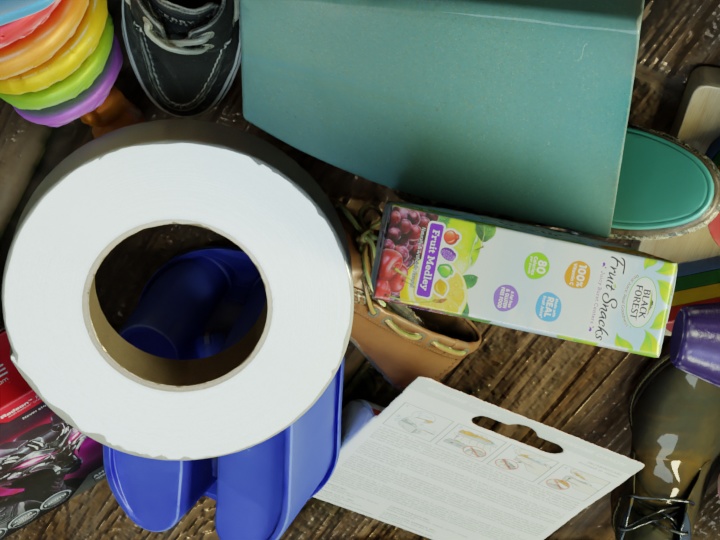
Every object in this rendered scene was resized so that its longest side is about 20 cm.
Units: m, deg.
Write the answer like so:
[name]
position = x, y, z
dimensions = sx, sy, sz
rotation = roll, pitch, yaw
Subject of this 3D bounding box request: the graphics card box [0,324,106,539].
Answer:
[graphics card box]
position = -0.225, 0.106, 1.271
dimensions = 0.125, 0.051, 0.200
rotation = -31, 160, -9

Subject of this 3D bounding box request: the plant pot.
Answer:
[plant pot]
position = 0.043, -0.126, 1.035
dimensions = 0.200, 0.141, 0.142
rotation = 8, 135, 6

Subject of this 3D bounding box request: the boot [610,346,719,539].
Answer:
[boot]
position = 0.205, 0.140, 1.305
dimensions = 0.075, 0.097, 0.200
rotation = 6, 135, 1

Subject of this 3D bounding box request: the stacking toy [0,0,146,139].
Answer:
[stacking toy]
position = -0.171, -0.124, 1.103
dimensions = 0.110, 0.116, 0.200
rotation = -16, 145, 15

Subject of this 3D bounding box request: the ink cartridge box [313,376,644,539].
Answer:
[ink cartridge box]
position = 0.072, 0.119, 1.308
dimensions = 0.162, 0.057, 0.200
rotation = 22, 143, -13

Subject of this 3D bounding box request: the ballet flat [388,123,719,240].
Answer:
[ballet flat]
position = 0.111, -0.052, 1.148
dimensions = 0.200, 0.068, 0.075
rotation = 7, 169, 17

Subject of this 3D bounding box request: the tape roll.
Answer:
[tape roll]
position = -0.104, 0.013, 1.142
dimensions = 0.202, 0.037, 0.203
rotation = -1, 114, -2

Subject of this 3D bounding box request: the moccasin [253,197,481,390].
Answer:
[moccasin]
position = 0.000, 0.001, 1.209
dimensions = 0.078, 0.074, 0.201
rotation = -28, 125, 25

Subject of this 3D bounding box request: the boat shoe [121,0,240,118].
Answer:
[boat shoe]
position = -0.098, -0.151, 1.076
dimensions = 0.071, 0.064, 0.200
rotation = 6, 136, 1

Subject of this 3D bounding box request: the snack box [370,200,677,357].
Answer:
[snack box]
position = 0.079, 0.001, 1.049
dimensions = 0.142, 0.200, 0.053
rotation = 10, 93, 0

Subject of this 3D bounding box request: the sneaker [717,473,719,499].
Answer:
[sneaker]
position = 0.338, 0.154, 1.324
dimensions = 0.200, 0.075, 0.105
rotation = -7, 143, 9

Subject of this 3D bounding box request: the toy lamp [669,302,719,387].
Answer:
[toy lamp]
position = 0.277, 0.053, 1.141
dimensions = 0.200, 0.058, 0.058
rotation = 8, 135, -3

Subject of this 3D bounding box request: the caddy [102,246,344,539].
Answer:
[caddy]
position = -0.084, 0.082, 1.277
dimensions = 0.141, 0.105, 0.200
rotation = 12, 123, 14

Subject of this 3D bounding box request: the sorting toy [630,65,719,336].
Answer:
[sorting toy]
position = 0.266, -0.007, 1.171
dimensions = 0.198, 0.070, 0.200
rotation = 9, 135, -2
